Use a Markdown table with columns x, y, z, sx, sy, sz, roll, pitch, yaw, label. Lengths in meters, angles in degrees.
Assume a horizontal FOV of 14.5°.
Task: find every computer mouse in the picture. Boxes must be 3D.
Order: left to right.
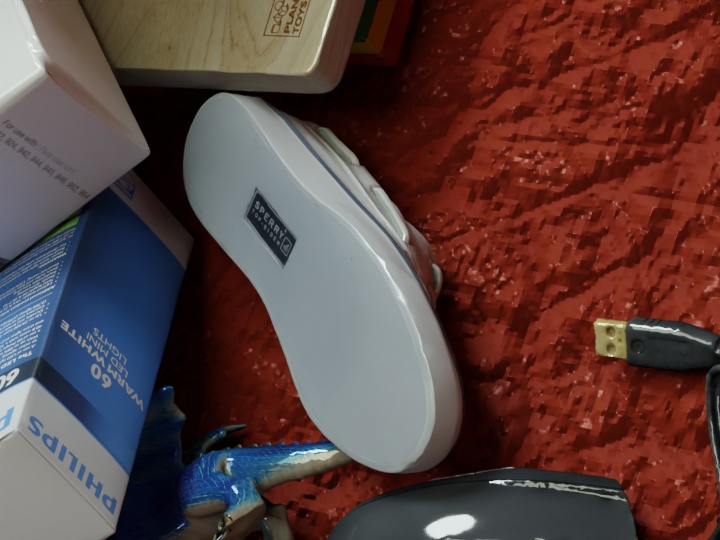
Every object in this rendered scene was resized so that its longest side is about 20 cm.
| x | y | z | sx | sy | sz | roll | pitch | yaw | label |
| --- | --- | --- | --- | --- | --- | --- | --- | --- | --- |
| 0.064 | 0.080 | 1.038 | 0.199 | 0.046 | 0.141 | -1 | 71 | 33 | computer mouse |

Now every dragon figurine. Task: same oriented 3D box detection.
| x | y | z | sx | sy | sz | roll | pitch | yaw | label |
| --- | --- | --- | --- | --- | --- | --- | --- | --- | --- |
| -0.072 | 0.086 | 1.117 | 0.200 | 0.059 | 0.100 | -41 | 53 | 13 | dragon figurine |

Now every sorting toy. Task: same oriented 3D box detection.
| x | y | z | sx | sy | sz | roll | pitch | yaw | label |
| --- | --- | --- | --- | --- | --- | --- | --- | --- | --- |
| -0.052 | -0.163 | 1.205 | 0.198 | 0.070 | 0.201 | 5 | 72 | 37 | sorting toy |

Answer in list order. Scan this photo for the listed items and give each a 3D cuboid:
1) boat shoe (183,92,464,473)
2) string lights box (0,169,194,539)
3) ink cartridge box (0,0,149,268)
| x | y | z | sx | sy | sz | roll | pitch | yaw | label |
| --- | --- | --- | --- | --- | --- | --- | --- | --- | --- |
| 0.000 | 0.000 | 1.103 | 0.074 | 0.065 | 0.200 | -57 | 45 | 31 | boat shoe |
| -0.134 | 0.045 | 1.113 | 0.103 | 0.059 | 0.200 | -32 | 25 | 24 | string lights box |
| -0.202 | -0.055 | 1.143 | 0.200 | 0.084 | 0.146 | -36 | 54 | 11 | ink cartridge box |
